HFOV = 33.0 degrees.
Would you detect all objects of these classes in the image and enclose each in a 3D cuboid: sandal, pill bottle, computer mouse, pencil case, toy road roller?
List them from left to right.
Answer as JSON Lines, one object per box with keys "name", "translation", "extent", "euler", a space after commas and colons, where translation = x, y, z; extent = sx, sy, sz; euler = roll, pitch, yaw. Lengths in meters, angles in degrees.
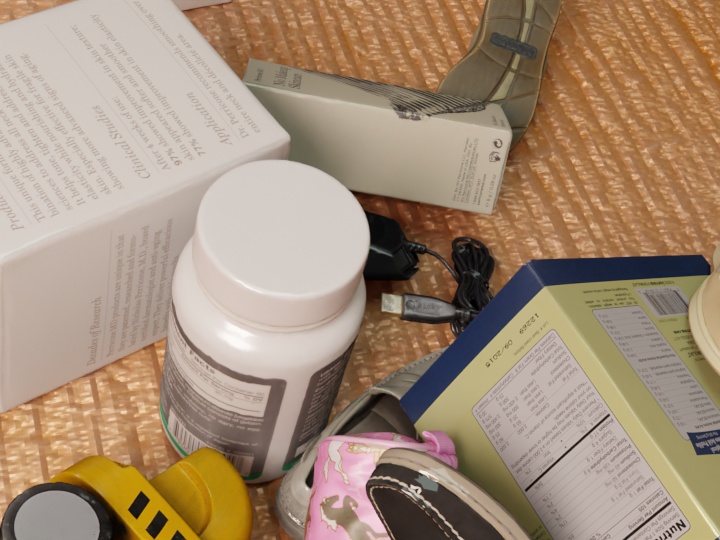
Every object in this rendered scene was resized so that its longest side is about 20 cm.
{"name": "toy road roller", "translation": [-0.102, 0.185, 0.658], "extent": [0.200, 0.123, 0.146], "euler": [43, 45, 18]}
{"name": "pill bottle", "translation": [-0.059, 0.034, 0.725], "extent": [0.113, 0.200, 0.113], "euler": [7, 53, -9]}
{"name": "computer mouse", "translation": [0.000, 0.000, 0.845], "extent": [0.199, 0.046, 0.141], "euler": [16, 25, -9]}
{"name": "pencil case", "translation": [0.007, 0.186, 0.666], "extent": [0.086, 0.083, 0.201], "euler": [6, 75, -7]}
{"name": "sandal", "translation": [0.110, -0.162, 0.998], "extent": [0.080, 0.054, 0.201], "euler": [23, 70, -2]}

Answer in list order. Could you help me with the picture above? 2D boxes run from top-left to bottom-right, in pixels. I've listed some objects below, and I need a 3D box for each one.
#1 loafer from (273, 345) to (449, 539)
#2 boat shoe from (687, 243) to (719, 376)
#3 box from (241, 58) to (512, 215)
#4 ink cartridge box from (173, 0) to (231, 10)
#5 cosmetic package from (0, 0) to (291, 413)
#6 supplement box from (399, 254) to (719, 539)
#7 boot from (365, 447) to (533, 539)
{"name": "loafer", "translation": [0.028, 0.101, 0.780], "extent": [0.070, 0.070, 0.200], "euler": [41, 55, 16]}
{"name": "boat shoe", "translation": [0.250, 0.013, 0.737], "extent": [0.072, 0.065, 0.200], "euler": [40, 32, 0]}
{"name": "box", "translation": [0.006, -0.100, 0.905], "extent": [0.199, 0.069, 0.082], "euler": [10, 22, -6]}
{"name": "ink cartridge box", "translation": [-0.193, -0.323, 1.001], "extent": [0.128, 0.125, 0.200], "euler": [-17, 61, -24]}
{"name": "cosmetic package", "translation": [-0.180, -0.052, 0.780], "extent": [0.200, 0.167, 0.168], "euler": [-26, 64, -29]}
{"name": "supplement box", "translation": [0.172, 0.109, 0.729], "extent": [0.199, 0.134, 0.200], "euler": [-2, 51, -45]}
{"name": "boot", "translation": [0.035, 0.203, 0.589], "extent": [0.151, 0.073, 0.200], "euler": [-41, 105, -30]}
